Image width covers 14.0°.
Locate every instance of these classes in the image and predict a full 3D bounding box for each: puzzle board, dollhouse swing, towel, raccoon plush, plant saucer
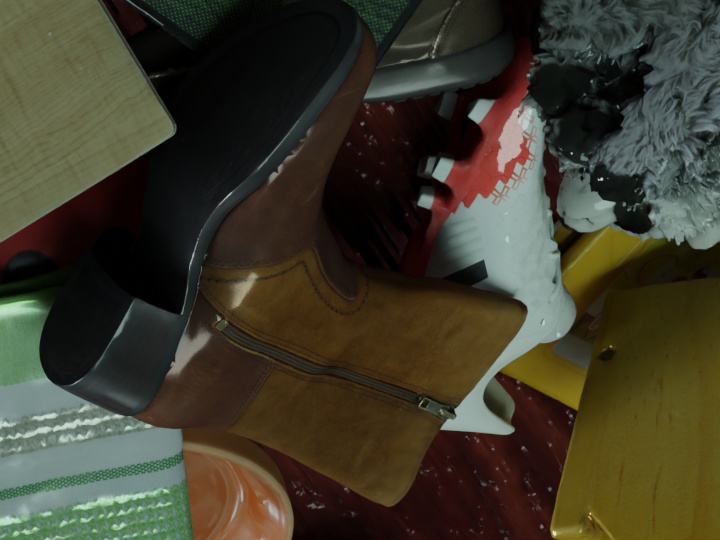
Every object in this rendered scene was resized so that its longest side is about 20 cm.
[{"bbox_3d":[-0.190,-0.065,1.104,0.200,0.017,0.151,-31,91,7],"label":"puzzle board"},{"bbox_3d":[0.219,0.088,1.255,0.200,0.182,0.176,-7,138,31],"label":"dollhouse swing"},{"bbox_3d":[-0.145,0.087,1.197,0.149,0.031,0.200,-10,125,-12],"label":"towel"},{"bbox_3d":[0.158,-0.072,1.159,0.200,0.097,0.134,-20,159,22],"label":"raccoon plush"},{"bbox_3d":[-0.129,0.120,1.296,0.200,0.032,0.201,-12,147,-8],"label":"plant saucer"}]

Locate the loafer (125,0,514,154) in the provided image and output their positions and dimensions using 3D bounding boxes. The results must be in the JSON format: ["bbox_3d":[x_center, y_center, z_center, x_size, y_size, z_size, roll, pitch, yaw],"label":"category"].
[{"bbox_3d":[-0.038,-0.098,1.163,0.199,0.073,0.071,-14,111,-19],"label":"loafer"}]

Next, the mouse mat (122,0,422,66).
[{"bbox_3d":[-0.040,-0.164,1.093,0.200,0.008,0.161,34,92,-29],"label":"mouse mat"}]

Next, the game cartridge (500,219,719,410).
[{"bbox_3d":[0.174,0.011,1.344,0.200,0.032,0.176,27,115,-34],"label":"game cartridge"}]

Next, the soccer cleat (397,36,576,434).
[{"bbox_3d":[0.059,-0.011,1.250,0.085,0.069,0.200,16,123,-7],"label":"soccer cleat"}]

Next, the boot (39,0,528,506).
[{"bbox_3d":[0.000,0.000,1.150,0.200,0.068,0.189,21,104,-42],"label":"boot"}]

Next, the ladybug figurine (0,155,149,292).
[{"bbox_3d":[-0.120,0.008,1.207,0.199,0.072,0.136,-13,131,-10],"label":"ladybug figurine"}]
